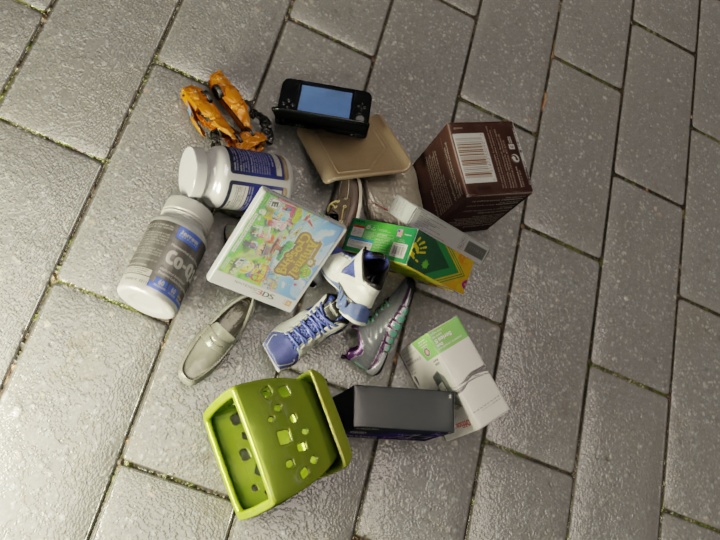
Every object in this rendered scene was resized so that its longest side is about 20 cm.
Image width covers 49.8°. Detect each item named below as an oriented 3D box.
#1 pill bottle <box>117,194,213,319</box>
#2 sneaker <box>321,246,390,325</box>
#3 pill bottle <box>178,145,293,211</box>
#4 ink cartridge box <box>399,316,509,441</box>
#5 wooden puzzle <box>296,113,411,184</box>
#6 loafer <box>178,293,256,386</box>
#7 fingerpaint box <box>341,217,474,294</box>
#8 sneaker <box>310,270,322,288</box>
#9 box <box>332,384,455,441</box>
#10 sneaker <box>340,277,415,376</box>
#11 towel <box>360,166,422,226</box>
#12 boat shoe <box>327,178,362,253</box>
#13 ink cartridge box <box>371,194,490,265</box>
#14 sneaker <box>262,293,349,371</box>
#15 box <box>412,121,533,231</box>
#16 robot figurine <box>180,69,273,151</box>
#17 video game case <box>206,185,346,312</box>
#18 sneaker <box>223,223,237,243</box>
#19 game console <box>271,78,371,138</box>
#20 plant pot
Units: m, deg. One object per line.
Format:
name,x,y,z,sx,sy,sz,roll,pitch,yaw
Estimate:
pill bottle,-0.345,-0.027,1.397,0.112,0.114,0.203,25,64,-10
sneaker,0.000,0.000,1.411,0.080,0.116,0.200,25,21,-30
pill bottle,-0.236,-0.173,1.466,0.197,0.115,0.118,5,68,-34
ink cartridge box,0.177,0.211,1.493,0.083,0.146,0.203,-24,80,-26
wooden puzzle,-0.015,-0.253,1.625,0.196,0.038,0.187,-13,51,-21
loafer,-0.258,0.119,1.401,0.069,0.070,0.202,36,62,-6
fingerpaint box,0.090,-0.031,1.486,0.165,0.198,0.075,26,83,-38
sneaker,-0.149,-0.017,1.460,0.112,0.201,0.076,-28,51,0
box,0.058,0.265,1.429,0.196,0.141,0.081,7,67,-18
sneaker,0.035,0.097,1.488,0.086,0.074,0.203,24,92,-2
towel,0.068,-0.140,1.645,0.130,0.034,0.204,-3,73,-21
boat shoe,-0.037,-0.107,1.572,0.058,0.072,0.204,10,73,-20
ink cartridge box,0.137,-0.090,1.528,0.198,0.173,0.044,26,99,-30
sneaker,-0.086,0.096,1.442,0.198,0.115,0.081,-32,81,-29
box,0.228,-0.193,1.632,0.161,0.200,0.169,-7,73,-23
robot figurine,-0.266,-0.300,1.561,0.144,0.058,0.201,-34,85,-28
video game case,-0.147,-0.032,1.374,0.180,0.201,0.022,23,23,-32
sneaker,-0.172,-0.078,1.508,0.197,0.074,0.081,-15,71,-25
game console,-0.074,-0.345,1.588,0.195,0.117,0.179,9,59,-3
plant pot,-0.136,0.286,1.321,0.179,0.200,0.202,-15,76,-31
